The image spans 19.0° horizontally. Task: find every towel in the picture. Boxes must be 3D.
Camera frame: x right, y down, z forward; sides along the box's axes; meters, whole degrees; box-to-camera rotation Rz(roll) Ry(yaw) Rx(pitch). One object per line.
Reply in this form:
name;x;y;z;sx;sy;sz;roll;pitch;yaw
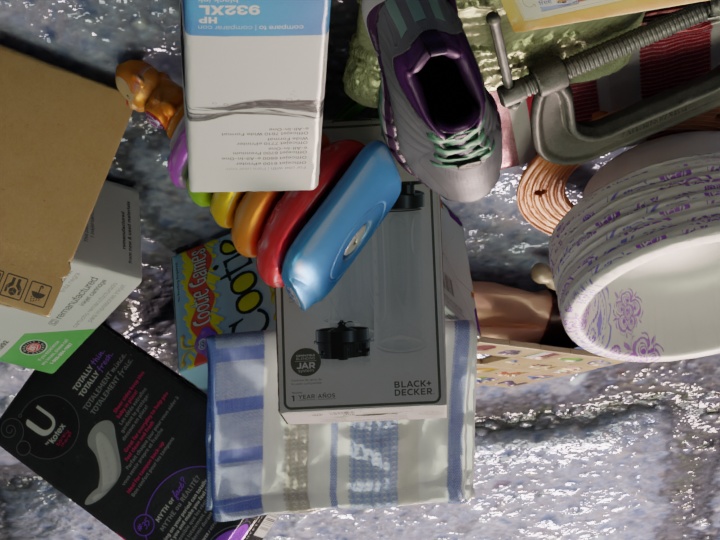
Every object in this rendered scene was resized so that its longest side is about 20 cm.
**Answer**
towel;0.090;-0.167;1.337;0.199;0.037;0.149;-7;138;-14
towel;0.163;-0.122;1.475;0.199;0.023;0.144;-10;149;5
towel;-0.012;0.108;1.534;0.199;0.024;0.148;-2;110;-12

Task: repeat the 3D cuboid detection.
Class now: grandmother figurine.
grandmother figurine;0.144;0.038;1.693;0.199;0.061;0.121;2;156;-8

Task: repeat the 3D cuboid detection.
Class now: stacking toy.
stacking toy;-0.082;-0.074;1.390;0.200;0.110;0.116;35;171;11

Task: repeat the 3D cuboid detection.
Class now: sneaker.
sneaker;0.049;-0.091;1.309;0.074;0.088;0.200;-22;139;3

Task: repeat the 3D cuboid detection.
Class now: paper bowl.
paper bowl;0.231;-0.023;1.505;0.200;0.105;0.201;-6;153;-3

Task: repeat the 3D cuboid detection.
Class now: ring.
ring;0.209;-0.073;1.537;0.199;0.019;0.201;-6;153;-3

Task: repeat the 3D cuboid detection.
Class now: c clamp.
c clamp;0.177;-0.131;1.373;0.199;0.027;0.171;-20;145;-9

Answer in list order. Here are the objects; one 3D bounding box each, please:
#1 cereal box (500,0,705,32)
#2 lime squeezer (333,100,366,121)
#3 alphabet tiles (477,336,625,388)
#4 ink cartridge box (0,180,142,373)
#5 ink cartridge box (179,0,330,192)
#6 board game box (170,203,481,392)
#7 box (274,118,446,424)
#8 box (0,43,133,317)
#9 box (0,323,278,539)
cereal box;0.123;-0.230;1.205;0.143;0.040;0.200;-6;133;24
lime squeezer;0.012;-0.153;1.398;0.070;0.038;0.200;22;152;16
alphabet tiles;0.086;0.080;1.727;0.167;0.008;0.200;8;163;-41
ink cartridge box;-0.274;-0.014;1.508;0.199;0.084;0.146;16;141;-30
ink cartridge box;-0.064;-0.160;1.257;0.083;0.146;0.200;-2;148;-5
board game box;-0.028;0.019;1.586;0.199;0.103;0.105;-21;146;20
box;0.000;0.000;1.458;0.116;0.201;0.060;-4;168;3
box;-0.259;-0.071;1.388;0.199;0.021;0.164;19;97;-34
box;-0.158;0.139;1.625;0.200;0.122;0.106;35;176;13
